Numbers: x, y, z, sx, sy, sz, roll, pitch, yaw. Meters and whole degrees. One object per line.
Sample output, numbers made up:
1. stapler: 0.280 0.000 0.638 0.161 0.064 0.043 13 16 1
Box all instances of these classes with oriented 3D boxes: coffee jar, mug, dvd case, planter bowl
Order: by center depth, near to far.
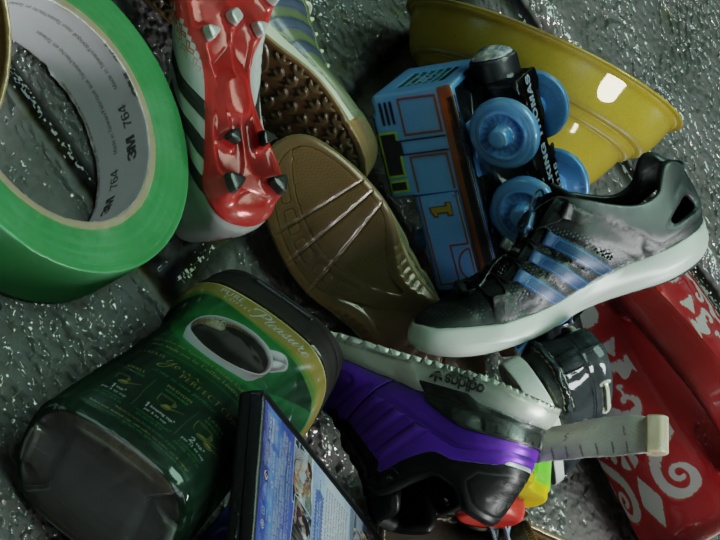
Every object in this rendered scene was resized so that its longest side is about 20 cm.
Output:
1. dvd case: -0.029 0.170 1.551 0.200 0.018 0.143 55 32 -55
2. coffee jar: -0.093 0.077 1.575 0.104 0.085 0.200 35 35 11
3. mug: 0.209 0.068 1.895 0.133 0.178 0.200 -26 84 -38
4. planter bowl: 0.105 -0.100 1.908 0.200 0.200 0.084 30 82 -36

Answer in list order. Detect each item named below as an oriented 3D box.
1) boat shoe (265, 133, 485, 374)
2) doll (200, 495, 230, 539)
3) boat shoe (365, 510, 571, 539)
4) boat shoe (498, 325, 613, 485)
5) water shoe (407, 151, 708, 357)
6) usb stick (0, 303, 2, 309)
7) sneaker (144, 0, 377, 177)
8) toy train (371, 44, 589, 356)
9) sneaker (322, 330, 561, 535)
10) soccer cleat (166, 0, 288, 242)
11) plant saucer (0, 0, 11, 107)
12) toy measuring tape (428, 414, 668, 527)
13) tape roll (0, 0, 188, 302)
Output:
1. boat shoe: 0.000 0.000 1.776 0.200 0.073 0.063 56 -2 -17
2. doll: -0.074 0.202 1.558 0.136 0.048 0.200 51 37 -13
3. boat shoe: 0.076 0.173 1.740 0.200 0.072 0.072 13 59 -46
4. boat shoe: 0.127 0.083 1.788 0.076 0.060 0.200 59 -4 9
5. water shoe: 0.111 -0.012 1.739 0.200 0.071 0.079 -22 108 -17
6. usb stick: -0.260 -0.047 1.507 0.200 0.033 0.055 55 40 -11
7. sneaker: -0.049 -0.149 1.800 0.200 0.067 0.090 47 44 -15
8. toy train: 0.082 -0.042 1.822 0.087 0.114 0.200 -42 122 -59
9. sneaker: 0.017 0.097 1.653 0.070 0.200 0.100 22 84 -44
10. soccer cleat: -0.089 -0.112 1.708 0.069 0.085 0.200 6 68 -36
11. plant saucer: -0.278 -0.117 1.463 0.200 0.035 0.200 1 87 -23
12. toy measuring tape: 0.107 0.109 1.666 0.074 0.200 0.074 15 70 -49
13. tape roll: -0.184 -0.082 1.611 0.200 0.048 0.201 30 46 -36
